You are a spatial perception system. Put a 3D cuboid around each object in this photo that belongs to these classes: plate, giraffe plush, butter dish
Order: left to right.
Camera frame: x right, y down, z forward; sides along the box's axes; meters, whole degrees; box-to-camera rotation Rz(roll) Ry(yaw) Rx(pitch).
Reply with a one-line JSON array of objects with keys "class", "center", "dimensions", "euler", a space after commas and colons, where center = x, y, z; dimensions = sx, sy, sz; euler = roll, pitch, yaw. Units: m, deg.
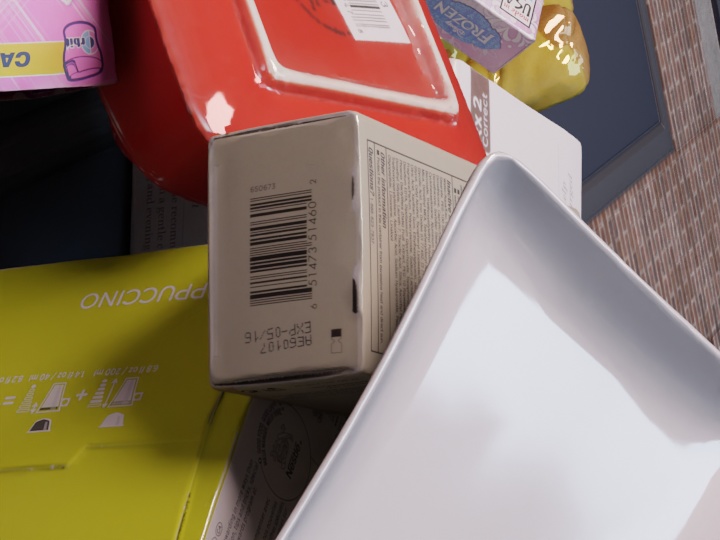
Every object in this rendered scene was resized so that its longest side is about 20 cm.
[{"class": "butter dish", "center": [-0.062, -0.098, 0.969], "dimensions": [0.199, 0.148, 0.201], "euler": [5, 57, -47]}, {"class": "giraffe plush", "center": [0.025, -0.165, 1.230], "dimensions": [0.200, 0.172, 0.163], "euler": [-42, 134, -19]}, {"class": "plate", "center": [0.062, 0.090, 0.777], "dimensions": [0.199, 0.032, 0.201], "euler": [40, 69, -29]}]

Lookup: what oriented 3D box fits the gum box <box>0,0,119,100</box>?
[{"class": "gum box", "center": [-0.201, -0.125, 0.844], "dimensions": [0.199, 0.066, 0.114], "euler": [-9, 94, -46]}]

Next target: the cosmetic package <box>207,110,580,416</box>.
[{"class": "cosmetic package", "center": [0.021, 0.008, 0.852], "dimensions": [0.200, 0.073, 0.104], "euler": [20, 66, -58]}]

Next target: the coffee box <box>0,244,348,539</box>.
[{"class": "coffee box", "center": [-0.090, 0.127, 0.905], "dimensions": [0.198, 0.198, 0.201], "euler": [57, 38, -39]}]

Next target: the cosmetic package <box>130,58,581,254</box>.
[{"class": "cosmetic package", "center": [0.000, 0.000, 1.102], "dimensions": [0.165, 0.199, 0.166], "euler": [23, 65, -58]}]

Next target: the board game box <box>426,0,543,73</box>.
[{"class": "board game box", "center": [0.027, -0.242, 1.144], "dimensions": [0.199, 0.043, 0.200], "euler": [31, 52, -21]}]

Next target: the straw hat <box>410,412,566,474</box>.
[{"class": "straw hat", "center": [0.044, 0.154, 0.838], "dimensions": [0.200, 0.085, 0.203], "euler": [-1, 92, -35]}]
